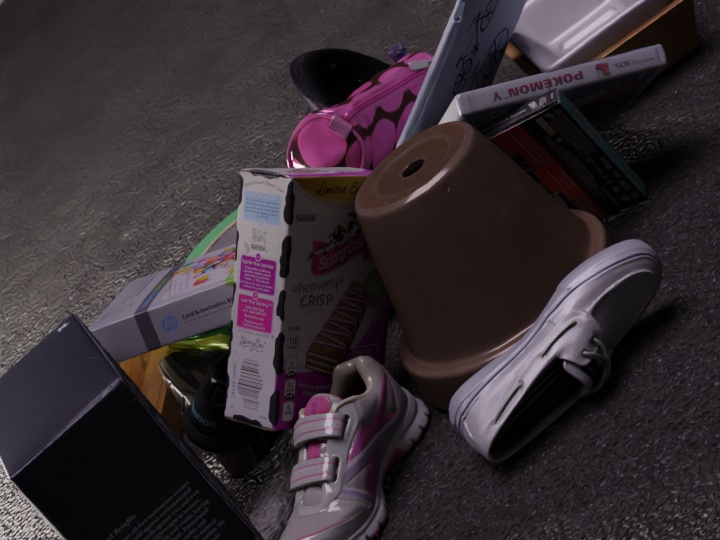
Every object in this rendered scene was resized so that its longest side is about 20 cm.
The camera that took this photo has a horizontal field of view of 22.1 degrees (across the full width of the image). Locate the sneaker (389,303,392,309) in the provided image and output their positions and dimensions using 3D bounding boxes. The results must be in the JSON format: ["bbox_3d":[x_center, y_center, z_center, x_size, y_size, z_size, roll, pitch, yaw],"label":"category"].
[{"bbox_3d":[0.000,0.000,1.662,0.199,0.087,0.074,-37,22,2],"label":"sneaker"}]

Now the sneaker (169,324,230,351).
[{"bbox_3d":[-0.139,0.036,1.770,0.198,0.085,0.074,1,-2,37],"label":"sneaker"}]

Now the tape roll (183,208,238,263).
[{"bbox_3d":[-0.101,-0.014,1.885,0.199,0.048,0.201,-32,24,16],"label":"tape roll"}]

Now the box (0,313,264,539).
[{"bbox_3d":[-0.200,0.166,1.503,0.123,0.199,0.200,-40,23,-7],"label":"box"}]

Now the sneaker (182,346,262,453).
[{"bbox_3d":[-0.062,0.081,1.556,0.075,0.080,0.199,37,50,25],"label":"sneaker"}]

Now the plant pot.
[{"bbox_3d":[0.086,-0.017,1.462,0.199,0.175,0.201,-32,23,15],"label":"plant pot"}]

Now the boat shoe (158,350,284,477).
[{"bbox_3d":[-0.119,0.120,1.651,0.073,0.075,0.200,-29,31,-14],"label":"boat shoe"}]

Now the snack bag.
[{"bbox_3d":[0.087,-0.174,1.693,0.190,0.021,0.200,-67,-16,12],"label":"snack bag"}]

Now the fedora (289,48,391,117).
[{"bbox_3d":[0.003,-0.142,1.887,0.201,0.199,0.092,-83,14,-59],"label":"fedora"}]

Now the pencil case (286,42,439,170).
[{"bbox_3d":[0.015,-0.141,1.715,0.094,0.091,0.200,-48,-5,40],"label":"pencil case"}]

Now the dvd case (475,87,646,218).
[{"bbox_3d":[0.118,-0.066,1.544,0.199,0.146,0.022,-27,45,27],"label":"dvd case"}]

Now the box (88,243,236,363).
[{"bbox_3d":[-0.131,0.017,1.636,0.198,0.042,0.156,-18,13,13],"label":"box"}]

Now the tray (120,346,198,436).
[{"bbox_3d":[-0.215,0.139,1.784,0.098,0.037,0.201,-30,24,17],"label":"tray"}]

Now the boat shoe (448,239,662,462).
[{"bbox_3d":[0.156,0.067,1.356,0.200,0.073,0.067,-46,38,4],"label":"boat shoe"}]

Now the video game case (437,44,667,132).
[{"bbox_3d":[0.151,-0.134,1.577,0.180,0.023,0.200,-15,-9,-10],"label":"video game case"}]

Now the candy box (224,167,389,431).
[{"bbox_3d":[-0.038,0.019,1.486,0.061,0.202,0.136,10,10,39],"label":"candy box"}]

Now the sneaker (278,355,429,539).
[{"bbox_3d":[-0.022,0.145,1.422,0.081,0.088,0.201,-19,29,36],"label":"sneaker"}]

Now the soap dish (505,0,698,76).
[{"bbox_3d":[0.226,-0.225,1.757,0.157,0.081,0.200,-36,23,3],"label":"soap dish"}]
